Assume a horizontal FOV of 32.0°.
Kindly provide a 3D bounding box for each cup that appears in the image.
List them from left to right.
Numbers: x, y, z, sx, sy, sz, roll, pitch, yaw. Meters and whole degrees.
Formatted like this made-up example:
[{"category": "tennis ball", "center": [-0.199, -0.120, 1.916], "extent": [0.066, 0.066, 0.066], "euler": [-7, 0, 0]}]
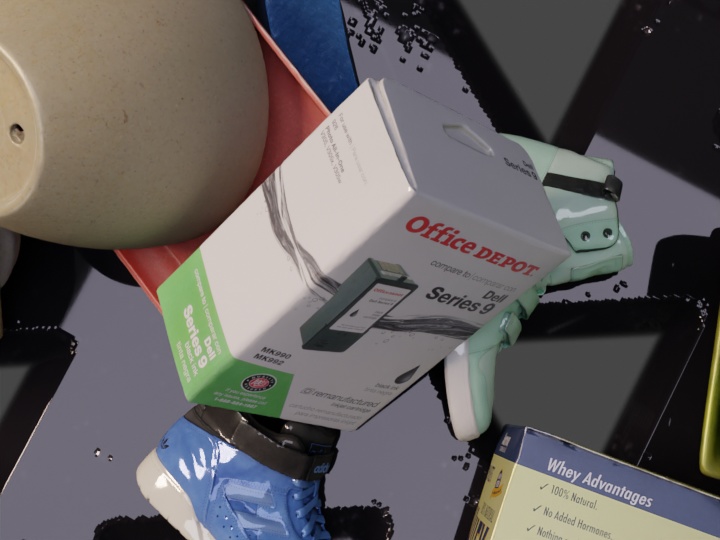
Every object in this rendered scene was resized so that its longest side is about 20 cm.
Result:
[{"category": "cup", "center": [-0.173, -0.096, 0.734], "extent": [0.197, 0.143, 0.204], "euler": [10, 111, 28]}]

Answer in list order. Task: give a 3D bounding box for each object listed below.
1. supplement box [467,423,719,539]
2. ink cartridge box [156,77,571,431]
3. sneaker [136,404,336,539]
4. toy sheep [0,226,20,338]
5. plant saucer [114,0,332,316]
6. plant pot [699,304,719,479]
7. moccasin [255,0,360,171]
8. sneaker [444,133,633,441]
[{"category": "supplement box", "center": [0.152, 0.221, 0.754], "extent": [0.197, 0.134, 0.203], "euler": [19, 85, 3]}, {"category": "ink cartridge box", "center": [0.000, 0.000, 0.732], "extent": [0.200, 0.145, 0.085], "euler": [-42, 52, 30]}, {"category": "sneaker", "center": [-0.039, 0.155, 0.797], "extent": [0.200, 0.077, 0.112], "euler": [42, 96, 12]}, {"category": "toy sheep", "center": [-0.281, -0.012, 0.788], "extent": [0.136, 0.199, 0.140], "euler": [12, 112, 31]}, {"category": "plant saucer", "center": [-0.107, -0.087, 0.804], "extent": [0.200, 0.037, 0.200], "euler": [51, 125, 8]}, {"category": "plant pot", "center": [0.311, 0.054, 0.745], "extent": [0.195, 0.182, 0.204], "euler": [9, 83, 2]}, {"category": "moccasin", "center": [-0.029, -0.111, 0.828], "extent": [0.079, 0.068, 0.204], "euler": [-4, 106, -12]}, {"category": "sneaker", "center": [0.116, 0.014, 0.808], "extent": [0.116, 0.074, 0.204], "euler": [7, 83, 6]}]
